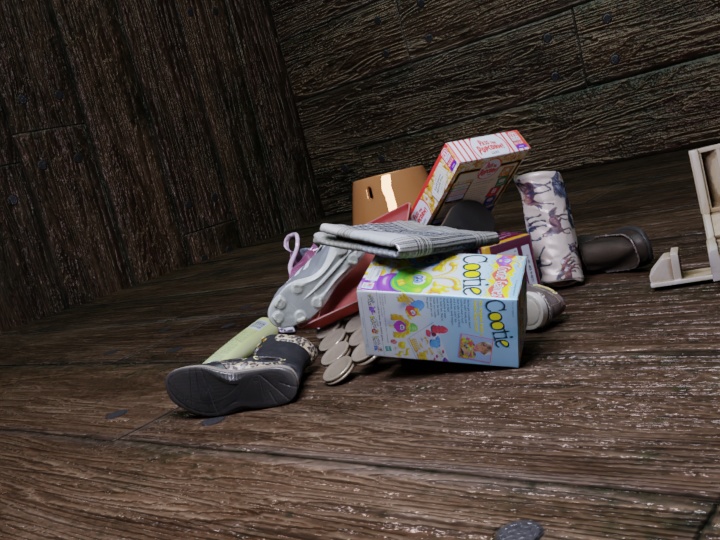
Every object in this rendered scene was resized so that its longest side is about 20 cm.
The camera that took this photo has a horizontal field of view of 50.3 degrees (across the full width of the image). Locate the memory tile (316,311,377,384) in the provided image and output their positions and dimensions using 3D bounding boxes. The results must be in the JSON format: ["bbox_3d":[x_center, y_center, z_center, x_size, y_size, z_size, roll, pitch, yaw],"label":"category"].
[{"bbox_3d":[0.003,0.090,1.144,0.153,0.017,0.200,-35,19,6],"label":"memory tile"}]

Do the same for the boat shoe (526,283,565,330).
[{"bbox_3d":[0.212,0.047,1.141,0.059,0.072,0.199,-13,10,-34],"label":"boat shoe"}]

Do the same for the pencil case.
[{"bbox_3d":[0.311,-0.071,1.282,0.089,0.202,0.078,-13,-3,37],"label":"pencil case"}]

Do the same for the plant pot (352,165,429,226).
[{"bbox_3d":[0.067,-0.112,1.426,0.199,0.141,0.200,-13,6,1],"label":"plant pot"}]

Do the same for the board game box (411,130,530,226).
[{"bbox_3d":[0.173,-0.135,1.270,0.151,0.046,0.200,-15,-30,-31],"label":"board game box"}]

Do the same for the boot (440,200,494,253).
[{"bbox_3d":[0.146,-0.050,1.223,0.200,0.074,0.076,-39,-7,-45],"label":"boot"}]

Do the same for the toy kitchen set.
[{"bbox_3d":[0.490,-0.081,1.111,0.162,0.182,0.200,-12,5,24],"label":"toy kitchen set"}]

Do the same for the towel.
[{"bbox_3d":[0.059,-0.050,1.054,0.192,0.035,0.199,-8,12,-37],"label":"towel"}]

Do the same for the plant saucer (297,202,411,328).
[{"bbox_3d":[0.000,0.000,1.237,0.199,0.037,0.200,-25,33,29],"label":"plant saucer"}]

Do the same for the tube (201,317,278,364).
[{"bbox_3d":[-0.217,0.142,1.337,0.052,0.058,0.200,33,30,13],"label":"tube"}]

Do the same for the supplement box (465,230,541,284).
[{"bbox_3d":[0.222,-0.005,1.308,0.085,0.111,0.200,-16,9,-11],"label":"supplement box"}]

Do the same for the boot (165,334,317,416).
[{"bbox_3d":[-0.166,0.146,1.118,0.199,0.074,0.151,-8,11,16],"label":"boot"}]

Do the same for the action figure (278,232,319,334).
[{"bbox_3d":[-0.122,0.040,1.474,0.200,0.149,0.134,-54,16,-21],"label":"action figure"}]

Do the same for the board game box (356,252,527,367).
[{"bbox_3d":[0.109,0.046,0.985,0.199,0.106,0.103,3,32,18],"label":"board game box"}]

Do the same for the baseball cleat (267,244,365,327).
[{"bbox_3d":[-0.069,0.012,1.221,0.200,0.070,0.106,-41,14,-5],"label":"baseball cleat"}]

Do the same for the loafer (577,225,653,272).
[{"bbox_3d":[0.408,-0.024,1.290,0.071,0.073,0.200,-24,3,-21],"label":"loafer"}]
